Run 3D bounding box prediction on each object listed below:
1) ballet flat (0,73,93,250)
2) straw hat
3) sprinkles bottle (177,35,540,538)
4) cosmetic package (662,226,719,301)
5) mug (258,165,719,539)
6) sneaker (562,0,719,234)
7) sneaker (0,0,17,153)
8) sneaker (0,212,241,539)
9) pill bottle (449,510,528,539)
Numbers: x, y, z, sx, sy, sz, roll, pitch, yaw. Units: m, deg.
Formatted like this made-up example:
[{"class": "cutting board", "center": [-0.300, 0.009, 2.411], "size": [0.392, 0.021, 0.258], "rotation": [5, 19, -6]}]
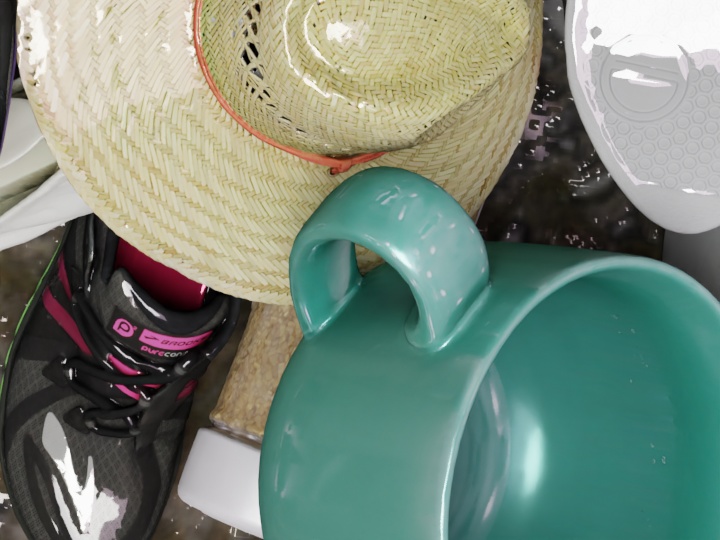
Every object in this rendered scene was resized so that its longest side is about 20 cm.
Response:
[{"class": "ballet flat", "center": [-0.152, -0.025, 0.771], "size": [0.199, 0.070, 0.070], "rotation": [-24, 108, 21]}, {"class": "straw hat", "center": [0.001, -0.076, 0.701], "size": [0.200, 0.085, 0.202], "rotation": [-5, 99, -31]}, {"class": "sprinkles bottle", "center": [0.000, 0.000, 0.804], "size": [0.068, 0.068, 0.201], "rotation": [22, 85, -13]}, {"class": "cosmetic package", "center": [0.187, 0.019, 0.793], "size": [0.122, 0.199, 0.201], "rotation": [0, 105, -8]}, {"class": "mug", "center": [0.041, 0.051, 0.725], "size": [0.152, 0.114, 0.186], "rotation": [-11, 101, -39]}, {"class": "sneaker", "center": [0.097, -0.117, 0.768], "size": [0.070, 0.099, 0.201], "rotation": [-15, 101, 11]}, {"class": "sneaker", "center": [-0.123, -0.110, 0.630], "size": [0.075, 0.088, 0.201], "rotation": [-10, 119, -13]}, {"class": "sneaker", "center": [-0.086, 0.021, 0.813], "size": [0.076, 0.084, 0.201], "rotation": [11, 103, -10]}, {"class": "pill bottle", "center": [0.044, 0.177, 0.860], "size": [0.110, 0.111, 0.201], "rotation": [-9, 106, -6]}]
